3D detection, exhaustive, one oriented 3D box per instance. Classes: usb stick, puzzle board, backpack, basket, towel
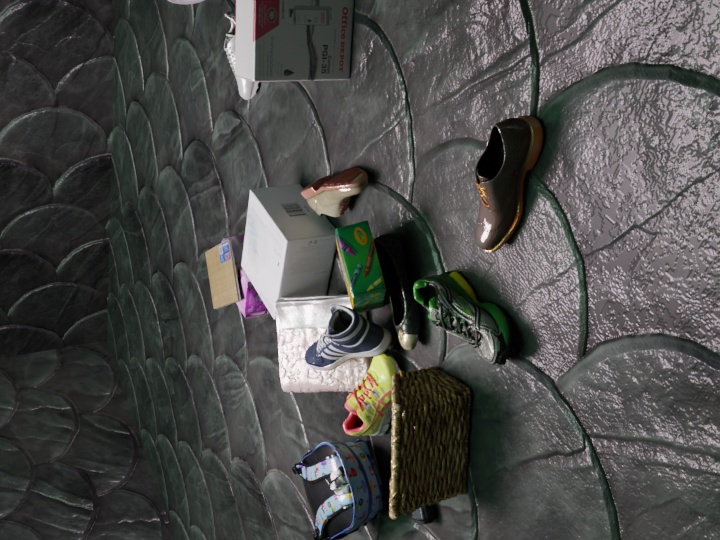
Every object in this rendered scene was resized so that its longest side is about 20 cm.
[{"bbox_3d":[0.091,0.343,1.344,0.055,0.032,0.201,-24,77,62],"label":"usb stick"},{"bbox_3d":[-0.342,0.012,1.904,0.200,0.017,0.152,-18,81,61],"label":"puzzle board"},{"bbox_3d":[-0.028,0.412,1.472,0.200,0.134,0.184,-52,53,54],"label":"backpack"},{"bbox_3d":[0.078,0.267,1.229,0.143,0.148,0.201,26,121,56],"label":"basket"},{"bbox_3d":[-0.074,0.143,1.482,0.199,0.032,0.193,-4,94,25],"label":"towel"}]

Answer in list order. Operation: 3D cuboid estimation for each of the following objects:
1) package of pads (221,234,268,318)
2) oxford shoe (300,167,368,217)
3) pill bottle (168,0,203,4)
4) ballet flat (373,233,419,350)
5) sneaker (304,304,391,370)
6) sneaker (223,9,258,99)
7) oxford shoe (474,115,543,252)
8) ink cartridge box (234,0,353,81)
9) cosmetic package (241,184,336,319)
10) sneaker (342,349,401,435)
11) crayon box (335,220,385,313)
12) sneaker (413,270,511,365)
[{"bbox_3d":[-0.289,0.013,1.901,0.200,0.075,0.121,50,141,44],"label":"package of pads"},{"bbox_3d":[-0.037,-0.143,1.434,0.200,0.071,0.074,-1,122,61],"label":"oxford shoe"},{"bbox_3d":[-0.452,-0.796,1.938,0.119,0.119,0.202,-8,91,61],"label":"pill bottle"},{"bbox_3d":[0.059,0.037,1.296,0.066,0.056,0.201,-20,80,59],"label":"ballet flat"},{"bbox_3d":[-0.051,0.121,1.372,0.199,0.108,0.071,-19,50,38],"label":"sneaker"},{"bbox_3d":[-0.273,-0.490,1.736,0.076,0.080,0.201,37,130,50],"label":"sneaker"},{"bbox_3d":[0.178,-0.113,1.024,0.071,0.072,0.201,46,136,46],"label":"oxford shoe"},{"bbox_3d":[-0.116,-0.414,1.348,0.083,0.199,0.148,32,125,50],"label":"ink cartridge box"},{"bbox_3d":[-0.155,-0.041,1.597,0.200,0.122,0.201,51,140,43],"label":"cosmetic package"},{"bbox_3d":[0.017,0.230,1.389,0.078,0.090,0.201,48,135,48],"label":"sneaker"},{"bbox_3d":[0.000,0.000,1.311,0.200,0.058,0.120,90,165,-79],"label":"crayon box"},{"bbox_3d":[0.146,0.075,1.120,0.200,0.085,0.078,45,134,47],"label":"sneaker"}]
